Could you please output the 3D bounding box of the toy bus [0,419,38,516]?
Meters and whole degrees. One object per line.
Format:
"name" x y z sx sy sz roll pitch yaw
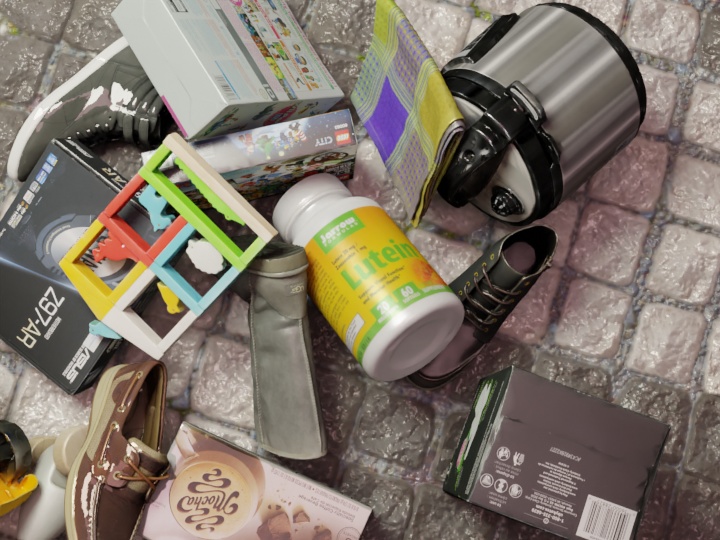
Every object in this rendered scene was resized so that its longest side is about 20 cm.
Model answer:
"toy bus" -0.423 0.189 0.945 0.200 0.136 0.192 47 119 16

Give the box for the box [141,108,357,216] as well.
"box" -0.105 -0.103 1.011 0.200 0.137 0.038 -13 82 -4

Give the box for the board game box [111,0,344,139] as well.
"board game box" -0.123 -0.209 1.002 0.064 0.200 0.148 -36 80 33

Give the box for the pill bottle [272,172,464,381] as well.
"pill bottle" 0.000 0.000 0.992 0.111 0.111 0.200 -35 62 -7

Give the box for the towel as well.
"towel" 0.041 -0.157 0.995 0.023 0.144 0.200 -7 55 -22

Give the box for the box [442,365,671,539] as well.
"box" 0.170 0.175 0.939 0.148 0.200 0.125 21 81 1

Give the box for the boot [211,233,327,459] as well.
"boot" -0.095 0.071 1.007 0.072 0.182 0.200 -18 109 -26

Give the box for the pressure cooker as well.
"pressure cooker" 0.156 -0.143 0.994 0.200 0.176 0.179 -40 41 -17

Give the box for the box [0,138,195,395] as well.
"box" -0.282 -0.003 1.001 0.160 0.044 0.200 39 103 5

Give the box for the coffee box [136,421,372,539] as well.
"coffee box" -0.100 0.238 0.980 0.200 0.080 0.113 25 79 3

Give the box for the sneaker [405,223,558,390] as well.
"sneaker" 0.113 0.030 1.010 0.075 0.106 0.200 39 81 5

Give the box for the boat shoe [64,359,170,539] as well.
"boat shoe" -0.211 0.174 0.930 0.072 0.072 0.200 -17 51 33

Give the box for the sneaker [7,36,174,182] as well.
"sneaker" -0.265 -0.146 1.047 0.099 0.071 0.200 40 77 10

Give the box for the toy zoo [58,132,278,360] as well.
"toy zoo" -0.188 -0.009 0.939 0.131 0.020 0.200 45 107 -2

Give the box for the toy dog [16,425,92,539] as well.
"toy dog" -0.281 0.244 0.970 0.096 0.132 0.200 27 83 -36
